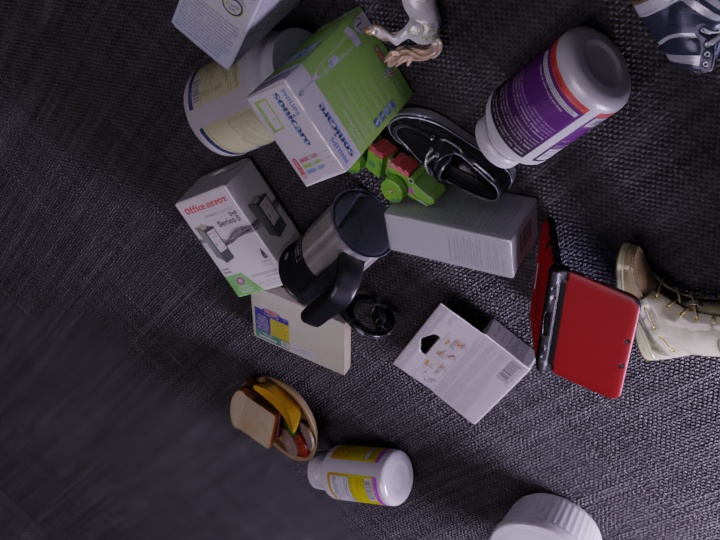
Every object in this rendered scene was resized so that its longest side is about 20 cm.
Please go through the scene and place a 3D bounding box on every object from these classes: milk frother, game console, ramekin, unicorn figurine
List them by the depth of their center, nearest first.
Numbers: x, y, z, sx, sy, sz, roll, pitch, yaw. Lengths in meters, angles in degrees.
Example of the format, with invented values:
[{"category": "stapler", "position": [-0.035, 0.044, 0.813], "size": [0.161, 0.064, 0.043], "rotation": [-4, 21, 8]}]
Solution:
[{"category": "unicorn figurine", "position": [0.065, -0.354, 1.416], "size": [0.135, 0.075, 0.201], "rotation": [4, 144, 22]}, {"category": "game console", "position": [0.310, 0.052, 1.560], "size": [0.117, 0.174, 0.202], "rotation": [1, 133, 1]}, {"category": "milk frother", "position": [0.000, 0.000, 1.754], "size": [0.197, 0.183, 0.188], "rotation": [6, 152, -30]}, {"category": "ramekin", "position": [0.333, 0.481, 1.951], "size": [0.200, 0.094, 0.204], "rotation": [20, 136, 21]}]

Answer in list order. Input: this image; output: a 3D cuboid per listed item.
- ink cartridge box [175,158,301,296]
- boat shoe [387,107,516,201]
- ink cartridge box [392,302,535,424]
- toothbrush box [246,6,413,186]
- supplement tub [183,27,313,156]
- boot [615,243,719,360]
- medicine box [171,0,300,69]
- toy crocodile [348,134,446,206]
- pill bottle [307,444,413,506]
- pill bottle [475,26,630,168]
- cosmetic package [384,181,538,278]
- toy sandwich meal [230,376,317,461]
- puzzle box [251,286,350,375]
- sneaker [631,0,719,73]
[{"category": "ink cartridge box", "position": [-0.194, -0.069, 1.853], "size": [0.144, 0.084, 0.201], "rotation": [-14, 117, 44]}, {"category": "boat shoe", "position": [0.118, -0.157, 1.547], "size": [0.198, 0.068, 0.072], "rotation": [31, 139, 10]}, {"category": "ink cartridge box", "position": [0.167, 0.143, 1.804], "size": [0.175, 0.045, 0.201], "rotation": [37, 139, 2]}, {"category": "toothbrush box", "position": [-0.036, -0.235, 1.491], "size": [0.085, 0.201, 0.146], "rotation": [-16, 118, 44]}, {"category": "supplement tub", "position": [-0.144, -0.257, 1.596], "size": [0.198, 0.145, 0.146], "rotation": [-14, 118, 44]}, {"category": "boot", "position": [0.434, 0.043, 1.491], "size": [0.153, 0.072, 0.201], "rotation": [0, 131, 38]}, {"category": "medicine box", "position": [-0.131, -0.395, 1.429], "size": [0.102, 0.183, 0.200], "rotation": [37, 140, 0]}, {"category": "toy crocodile", "position": [0.035, -0.159, 1.596], "size": [0.199, 0.067, 0.062], "rotation": [36, 143, 20]}, {"category": "pill bottle", "position": [-0.004, 0.387, 2.113], "size": [0.198, 0.105, 0.105], "rotation": [-2, 126, 39]}, {"category": "pill bottle", "position": [0.233, -0.207, 1.381], "size": [0.113, 0.113, 0.199], "rotation": [46, 139, -9]}, {"category": "cosmetic package", "position": [0.145, -0.065, 1.587], "size": [0.197, 0.102, 0.072], "rotation": [15, 136, 27]}, {"category": "toy sandwich meal", "position": [-0.167, 0.292, 2.149], "size": [0.204, 0.070, 0.208], "rotation": [28, 133, 34]}, {"category": "puzzle box", "position": [-0.107, 0.099, 1.987], "size": [0.198, 0.025, 0.134], "rotation": [22, 137, 20]}, {"category": "sneaker", "position": [0.402, -0.287, 1.210], "size": [0.199, 0.070, 0.109], "rotation": [-13, 114, 51]}]
